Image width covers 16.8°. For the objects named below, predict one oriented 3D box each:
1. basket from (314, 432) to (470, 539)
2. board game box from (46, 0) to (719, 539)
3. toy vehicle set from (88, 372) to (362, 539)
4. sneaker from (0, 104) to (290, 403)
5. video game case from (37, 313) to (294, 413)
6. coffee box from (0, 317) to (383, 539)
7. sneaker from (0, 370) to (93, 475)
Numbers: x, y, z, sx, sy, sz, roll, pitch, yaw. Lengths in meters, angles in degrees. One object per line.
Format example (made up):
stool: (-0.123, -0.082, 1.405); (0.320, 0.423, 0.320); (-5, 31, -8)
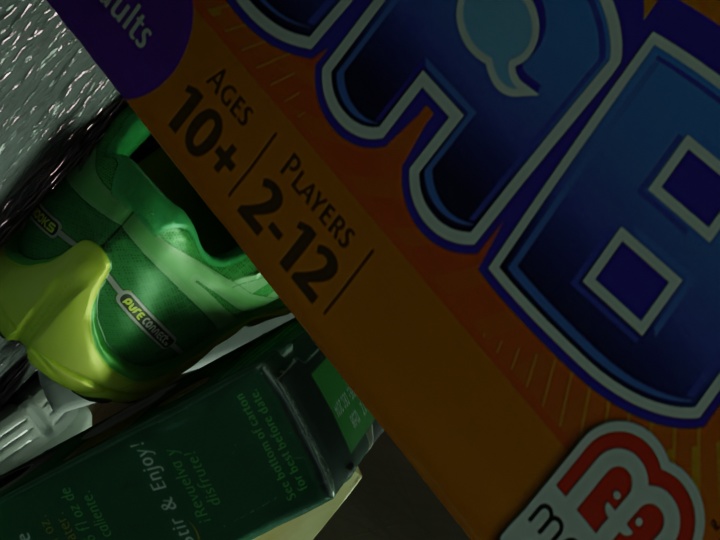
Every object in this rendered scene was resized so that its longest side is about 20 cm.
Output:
basket: (-0.008, 0.106, 1.120); (0.180, 0.200, 0.136); (-44, -170, 11)
board game box: (0.102, -0.049, 0.496); (0.200, 0.200, 0.199); (-50, 147, 17)
toy vehicle set: (-0.067, 0.078, 0.957); (0.124, 0.026, 0.200); (-50, -157, 9)
sneaker: (-0.027, -0.028, 0.695); (0.084, 0.074, 0.200); (-48, 178, 33)
video game case: (0.000, 0.000, 0.850); (0.198, 0.023, 0.182); (-18, -177, 6)
coffee box: (-0.090, 0.077, 0.698); (0.199, 0.044, 0.123); (-28, -178, 11)
sneaker: (-0.125, 0.121, 0.876); (0.078, 0.090, 0.200); (-48, 177, -38)
